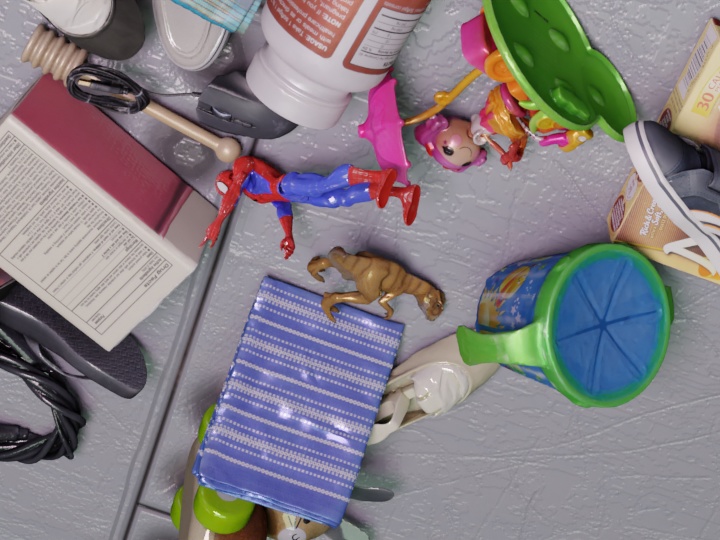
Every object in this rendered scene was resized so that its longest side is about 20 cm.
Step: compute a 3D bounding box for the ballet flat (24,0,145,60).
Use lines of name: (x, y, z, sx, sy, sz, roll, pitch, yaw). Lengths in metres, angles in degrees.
ballet flat: (-0.239, -0.233, 0.975, 0.068, 0.068, 0.200, -31, 113, 15)

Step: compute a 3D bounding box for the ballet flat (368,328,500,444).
ballet flat: (0.048, 0.121, 1.218, 0.200, 0.070, 0.070, -28, 113, 20)

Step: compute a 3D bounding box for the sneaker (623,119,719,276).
sneaker: (0.285, -0.058, 1.015, 0.079, 0.079, 0.200, -31, 124, 27)

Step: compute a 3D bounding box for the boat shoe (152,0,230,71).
boat shoe: (-0.135, -0.246, 1.017, 0.071, 0.070, 0.200, 16, 120, 7)

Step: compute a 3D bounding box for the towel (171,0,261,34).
towel: (-0.135, -0.279, 0.949, 0.200, 0.022, 0.147, 26, 102, -26)

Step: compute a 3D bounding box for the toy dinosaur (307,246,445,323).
toy dinosaur: (0.000, 0.000, 1.137, 0.106, 0.061, 0.200, -17, 157, 32)

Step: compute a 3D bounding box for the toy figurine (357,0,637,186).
toy figurine: (0.094, -0.132, 1.053, 0.184, 0.150, 0.200, -28, 139, 35)

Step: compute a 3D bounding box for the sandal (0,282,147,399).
sandal: (-0.288, 0.057, 1.219, 0.200, 0.076, 0.043, 33, 118, -1)

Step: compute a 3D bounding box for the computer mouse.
computer mouse: (-0.143, -0.138, 1.075, 0.200, 0.034, 0.059, 4, 143, -13)

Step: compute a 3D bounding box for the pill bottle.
pill bottle: (-0.008, -0.213, 1.002, 0.112, 0.112, 0.200, 28, 119, -10)

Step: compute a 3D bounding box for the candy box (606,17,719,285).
candy box: (0.298, -0.093, 1.070, 0.115, 0.055, 0.200, 20, 121, -5)

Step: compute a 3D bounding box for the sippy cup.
sippy cup: (0.171, 0.043, 1.108, 0.178, 0.130, 0.140, 27, 78, -29)

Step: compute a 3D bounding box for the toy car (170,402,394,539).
toy car: (-0.075, 0.238, 1.263, 0.200, 0.158, 0.164, 11, 134, -14)

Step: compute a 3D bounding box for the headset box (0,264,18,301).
headset box: (-0.400, -0.006, 1.143, 0.200, 0.075, 0.149, 50, 126, 0)

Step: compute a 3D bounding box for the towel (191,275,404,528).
towel: (-0.055, 0.119, 1.178, 0.145, 0.024, 0.200, 20, 77, -6)

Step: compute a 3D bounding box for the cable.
cable: (-0.364, 0.128, 1.278, 0.163, 0.051, 0.200, -33, 112, 23)

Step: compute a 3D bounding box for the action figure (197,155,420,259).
action figure: (-0.055, -0.045, 1.088, 0.200, 0.099, 0.065, 11, 167, 38)

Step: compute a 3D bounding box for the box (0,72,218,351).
box: (-0.244, -0.052, 1.125, 0.200, 0.109, 0.128, 41, 117, -17)

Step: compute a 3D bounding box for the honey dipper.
honey dipper: (-0.191, -0.146, 1.107, 0.200, 0.038, 0.038, 28, 119, -12)
